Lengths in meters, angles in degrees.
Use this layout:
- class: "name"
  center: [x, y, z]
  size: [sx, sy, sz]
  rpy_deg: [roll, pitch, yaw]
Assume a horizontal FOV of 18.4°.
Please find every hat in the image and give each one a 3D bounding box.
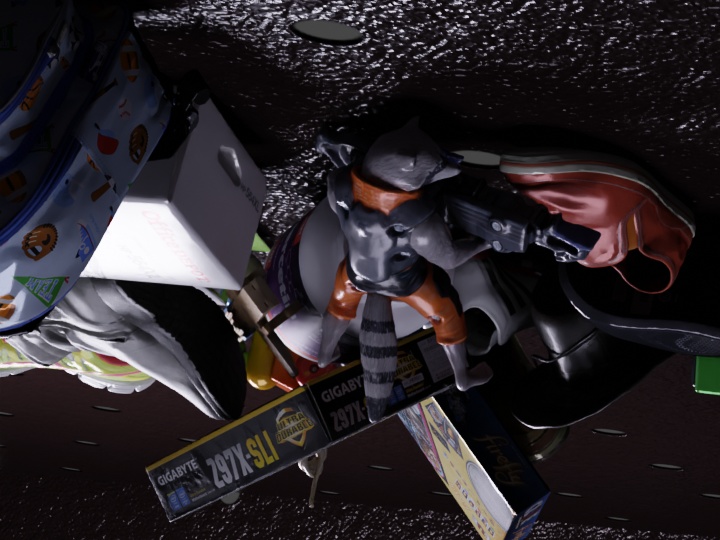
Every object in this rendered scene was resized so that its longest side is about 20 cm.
- class: "hat"
  center: [0.171, 0.029, 1.626]
  size: [0.081, 0.200, 0.200]
  rpy_deg: [55, 152, -12]

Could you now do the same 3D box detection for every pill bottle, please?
- class: "pill bottle"
  center: [0.000, 0.000, 1.576]
  size: [0.111, 0.114, 0.200]
  rpy_deg: [10, 168, -12]

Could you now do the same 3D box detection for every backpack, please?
- class: "backpack"
  center: [-0.211, -0.065, 1.217]
  size: [0.198, 0.192, 0.154]
  rpy_deg: [1, 151, 28]

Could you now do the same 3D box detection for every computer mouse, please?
- class: "computer mouse"
  center: [0.232, 0.023, 1.524]
  size: [0.198, 0.139, 0.053]
  rpy_deg: [15, 157, 15]

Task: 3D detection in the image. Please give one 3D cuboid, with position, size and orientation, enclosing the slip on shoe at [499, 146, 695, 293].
- class: "slip on shoe"
  center: [0.155, -0.035, 1.432]
  size: [0.074, 0.062, 0.200]
  rpy_deg: [3, 165, 36]

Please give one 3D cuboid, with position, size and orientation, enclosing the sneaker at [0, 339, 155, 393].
- class: "sneaker"
  center: [-0.229, 0.039, 1.671]
  size: [0.198, 0.079, 0.090]
  rpy_deg: [8, 161, -26]

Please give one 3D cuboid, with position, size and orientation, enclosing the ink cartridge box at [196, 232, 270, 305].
- class: "ink cartridge box"
  center: [-0.163, -0.014, 1.706]
  size: [0.146, 0.077, 0.200]
  rpy_deg: [5, 167, 15]

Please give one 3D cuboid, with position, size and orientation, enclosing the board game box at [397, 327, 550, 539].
- class: "board game box"
  center: [0.069, 0.116, 1.723]
  size: [0.034, 0.201, 0.136]
  rpy_deg: [-31, 165, -14]

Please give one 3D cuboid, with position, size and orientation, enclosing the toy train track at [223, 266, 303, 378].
- class: "toy train track"
  center: [-0.074, 0.025, 1.593]
  size: [0.115, 0.032, 0.200]
  rpy_deg: [53, 168, 1]

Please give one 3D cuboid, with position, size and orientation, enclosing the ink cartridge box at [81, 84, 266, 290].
- class: "ink cartridge box"
  center: [-0.180, -0.057, 1.450]
  size: [0.198, 0.085, 0.146]
  rpy_deg: [5, 158, 20]

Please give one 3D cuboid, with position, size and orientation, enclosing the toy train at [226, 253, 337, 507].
- class: "toy train"
  center: [-0.073, 0.082, 1.813]
  size: [0.115, 0.202, 0.085]
  rpy_deg: [11, 169, 8]

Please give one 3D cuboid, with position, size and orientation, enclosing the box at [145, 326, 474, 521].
- class: "box"
  center: [-0.037, 0.108, 1.590]
  size: [0.159, 0.050, 0.199]
  rpy_deg: [-24, 177, -44]

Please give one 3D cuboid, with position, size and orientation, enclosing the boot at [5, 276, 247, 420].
- class: "boot"
  center: [-0.178, 0.046, 1.607]
  size: [0.130, 0.068, 0.200]
  rpy_deg: [-14, 136, 29]

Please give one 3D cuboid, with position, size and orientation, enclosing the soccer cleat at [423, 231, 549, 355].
- class: "soccer cleat"
  center: [0.103, 0.028, 1.708]
  size: [0.068, 0.086, 0.200]
  rpy_deg: [0, 166, 31]

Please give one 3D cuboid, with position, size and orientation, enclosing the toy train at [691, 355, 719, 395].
- class: "toy train"
  center: [0.280, 0.048, 1.611]
  size: [0.056, 0.042, 0.200]
  rpy_deg: [5, -163, 18]

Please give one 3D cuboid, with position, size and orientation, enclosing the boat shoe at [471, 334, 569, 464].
- class: "boat shoe"
  center: [0.092, 0.066, 1.761]
  size: [0.200, 0.076, 0.074]
  rpy_deg: [47, -179, 36]

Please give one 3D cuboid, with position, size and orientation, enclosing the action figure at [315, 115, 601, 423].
- class: "action figure"
  center: [0.043, -0.003, 1.390]
  size: [0.198, 0.105, 0.195]
  rpy_deg: [16, 130, 26]
